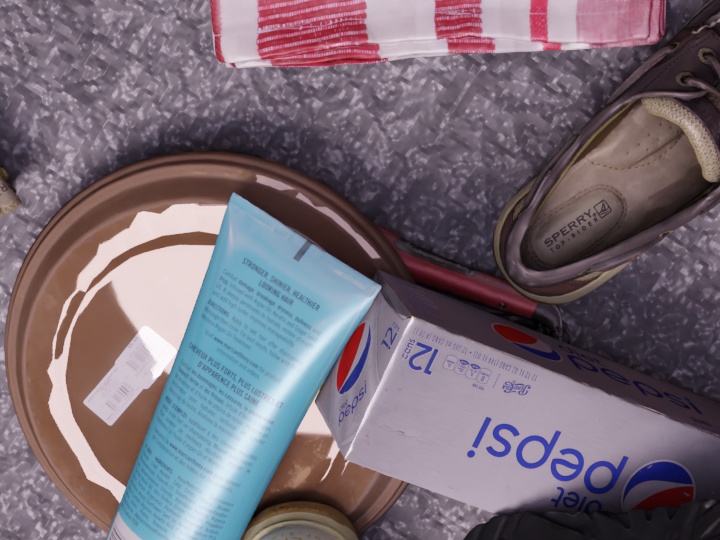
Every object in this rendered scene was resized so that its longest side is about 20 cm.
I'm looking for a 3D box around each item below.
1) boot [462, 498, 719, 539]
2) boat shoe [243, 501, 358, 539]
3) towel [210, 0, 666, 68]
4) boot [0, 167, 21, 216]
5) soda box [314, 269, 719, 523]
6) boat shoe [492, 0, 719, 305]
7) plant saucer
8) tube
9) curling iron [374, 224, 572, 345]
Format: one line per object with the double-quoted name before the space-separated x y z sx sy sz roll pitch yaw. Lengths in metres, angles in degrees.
"boot" 0.143 0.162 0.858 0.197 0.074 0.163 -1 146 30
"boat shoe" -0.018 0.202 0.927 0.073 0.063 0.202 -2 116 3
"towel" 0.030 -0.163 0.888 0.199 0.023 0.145 -3 100 5
"boot" -0.191 -0.092 0.892 0.200 0.073 0.156 -40 95 12
"soda box" 0.085 0.071 0.881 0.199 0.063 0.069 21 103 -19
"boat shoe" 0.140 -0.057 0.875 0.073 0.065 0.200 45 95 -2
"plant saucer" -0.065 0.047 0.919 0.199 0.029 0.201 3 109 9
"tube" -0.063 0.073 0.888 0.077 0.050 0.201 30 109 14
"curling iron" 0.000 0.000 0.920 0.199 0.026 0.050 25 99 -1
